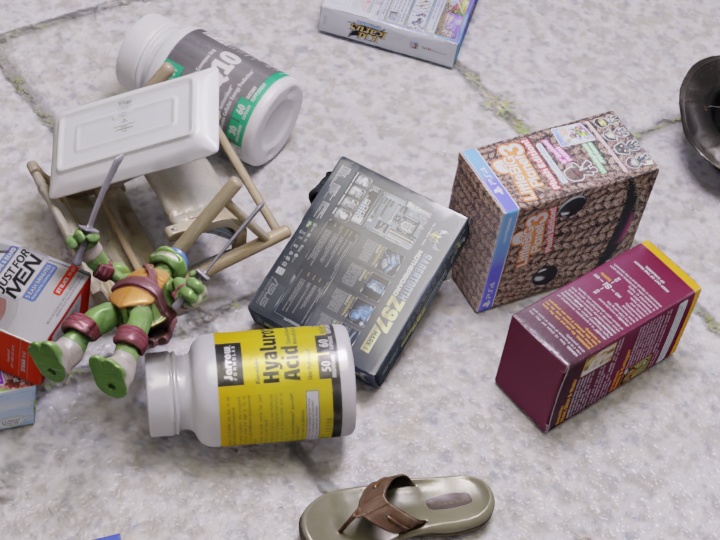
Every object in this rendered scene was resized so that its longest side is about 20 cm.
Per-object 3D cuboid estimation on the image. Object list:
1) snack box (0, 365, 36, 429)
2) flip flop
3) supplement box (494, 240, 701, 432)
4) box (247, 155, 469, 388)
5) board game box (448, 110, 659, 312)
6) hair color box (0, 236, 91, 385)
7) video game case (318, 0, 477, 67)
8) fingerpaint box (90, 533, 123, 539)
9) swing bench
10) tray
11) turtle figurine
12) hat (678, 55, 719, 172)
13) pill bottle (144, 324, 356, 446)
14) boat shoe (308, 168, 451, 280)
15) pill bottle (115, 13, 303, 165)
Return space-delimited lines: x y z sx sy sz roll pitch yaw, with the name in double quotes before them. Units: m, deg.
"snack box" -0.423 0.072 1.564 0.168 0.068 0.200 -9 49 -20
"flip flop" 0.036 0.225 1.511 0.199 0.058 0.081 -7 50 -16
"supplement box" 0.247 0.067 1.656 0.200 0.111 0.086 -27 57 -30
"box" 0.000 0.000 1.665 0.157 0.051 0.200 26 75 16
"board game box" 0.202 -0.065 1.735 0.199 0.160 0.097 -17 53 -22
"hair color box" -0.374 0.020 1.534 0.199 0.064 0.111 20 46 5
"video game case" 0.060 -0.359 2.056 0.181 0.046 0.200 16 48 6
"fingerpaint box" -0.258 0.339 1.345 0.166 0.074 0.200 -10 51 -18
"swing bench" -0.216 -0.072 1.677 0.200 0.130 0.199 -36 57 6
"tray" -0.237 -0.145 1.633 0.199 0.022 0.108 -14 59 19
"turtle figurine" -0.219 0.009 1.479 0.144 0.200 0.194 34 49 -5
"hat" 0.471 -0.167 1.932 0.200 0.081 0.201 1 55 -2
"pill bottle" -0.108 0.114 1.548 0.199 0.112 0.112 -5 49 -7
"boat shoe" 0.016 -0.043 1.742 0.066 0.075 0.199 -30 60 -27
"pill bottle" -0.176 -0.212 1.835 0.200 0.113 0.113 29 50 17
